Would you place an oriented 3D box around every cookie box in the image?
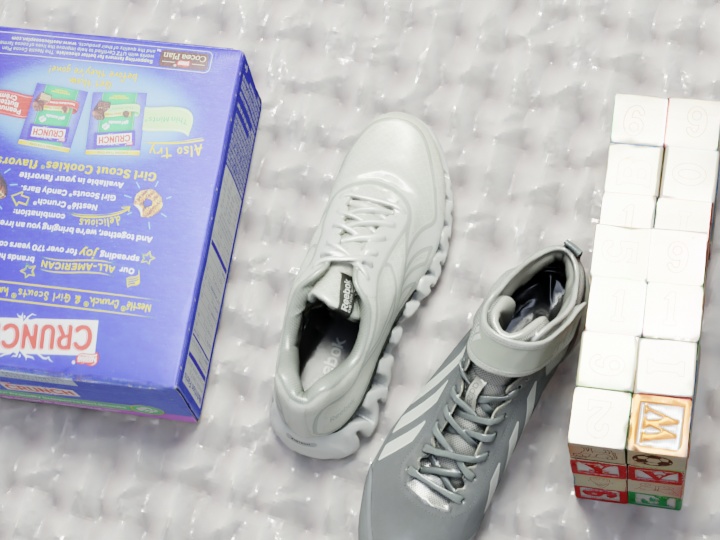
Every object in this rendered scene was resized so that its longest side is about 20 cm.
[{"bbox_3d":[-0.157,-0.027,1.106,0.169,0.075,0.202,7,71,11],"label":"cookie box"}]

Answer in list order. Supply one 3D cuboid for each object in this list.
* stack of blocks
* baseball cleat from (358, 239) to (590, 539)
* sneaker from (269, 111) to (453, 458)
[{"bbox_3d":[0.151,0.012,1.023,0.058,0.115,0.202,6,71,11],"label":"stack of blocks"},{"bbox_3d":[0.055,0.070,1.022,0.069,0.107,0.201,26,78,12],"label":"baseball cleat"},{"bbox_3d":[0.000,0.000,1.071,0.074,0.081,0.202,12,71,15],"label":"sneaker"}]
